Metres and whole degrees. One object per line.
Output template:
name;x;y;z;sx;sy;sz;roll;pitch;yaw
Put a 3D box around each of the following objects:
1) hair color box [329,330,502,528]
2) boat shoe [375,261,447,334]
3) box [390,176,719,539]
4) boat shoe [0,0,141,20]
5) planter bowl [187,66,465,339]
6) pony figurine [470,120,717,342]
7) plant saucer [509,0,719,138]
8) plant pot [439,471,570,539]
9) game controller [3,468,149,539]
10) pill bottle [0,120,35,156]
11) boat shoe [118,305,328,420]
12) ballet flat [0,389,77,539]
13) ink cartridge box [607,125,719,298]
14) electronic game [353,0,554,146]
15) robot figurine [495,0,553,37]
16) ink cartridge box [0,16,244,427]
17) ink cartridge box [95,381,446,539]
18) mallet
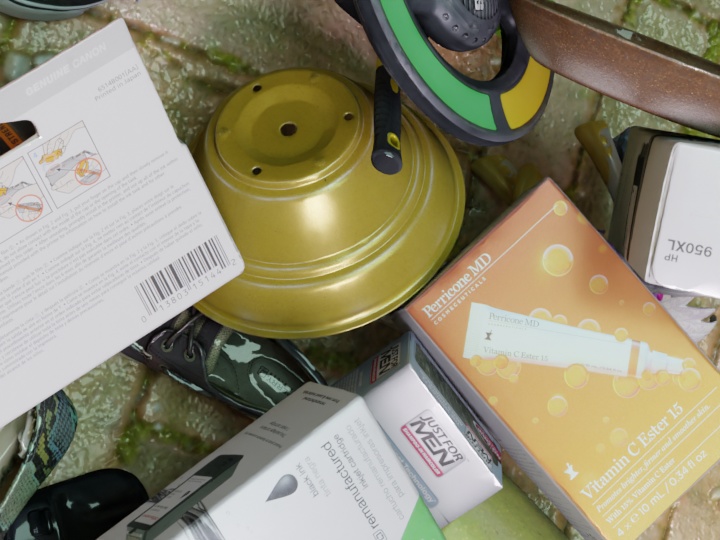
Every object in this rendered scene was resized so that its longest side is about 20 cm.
hair color box;-0.019;0.139;1.063;0.199;0.061;0.099;-35;103;14
boat shoe;0.000;0.000;1.137;0.199;0.070;0.072;23;76;-23
box;0.132;0.060;1.074;0.124;0.097;0.200;-42;90;-6
boat shoe;-0.144;-0.208;1.086;0.198;0.068;0.074;-12;90;-26
planter bowl;-0.038;-0.064;1.052;0.200;0.200;0.084;-45;148;-22
pony figurine;0.185;-0.001;1.197;0.191;0.167;0.202;-9;74;-19
plant saucer;0.175;-0.118;1.024;0.199;0.200;0.037;14;104;-24
plant pot;0.092;0.236;1.109;0.200;0.200;0.185;-38;90;-24
game controller;-0.158;0.228;1.064;0.104;0.042;0.202;-16;93;-41
pill bottle;-0.239;-0.024;1.003;0.199;0.106;0.107;-35;100;-24
boat shoe;-0.097;0.043;1.088;0.199;0.065;0.072;34;75;-18
ballet flat;-0.242;0.142;1.003;0.074;0.074;0.201;37;65;-18
ink cartridge box;0.236;-0.032;1.029;0.143;0.200;0.085;10;98;1
electronic game;0.057;-0.173;1.036;0.199;0.041;0.202;24;58;-45
robot figurine;0.058;-0.236;1.161;0.199;0.116;0.177;31;81;-20
ink cartridge box;-0.183;-0.022;0.935;0.199;0.045;0.177;-33;124;-14
ink cartridge box;-0.056;0.181;0.957;0.199;0.084;0.147;-36;106;-19
mallet;0.009;-0.128;1.034;0.066;0.041;0.201;37;30;-17
